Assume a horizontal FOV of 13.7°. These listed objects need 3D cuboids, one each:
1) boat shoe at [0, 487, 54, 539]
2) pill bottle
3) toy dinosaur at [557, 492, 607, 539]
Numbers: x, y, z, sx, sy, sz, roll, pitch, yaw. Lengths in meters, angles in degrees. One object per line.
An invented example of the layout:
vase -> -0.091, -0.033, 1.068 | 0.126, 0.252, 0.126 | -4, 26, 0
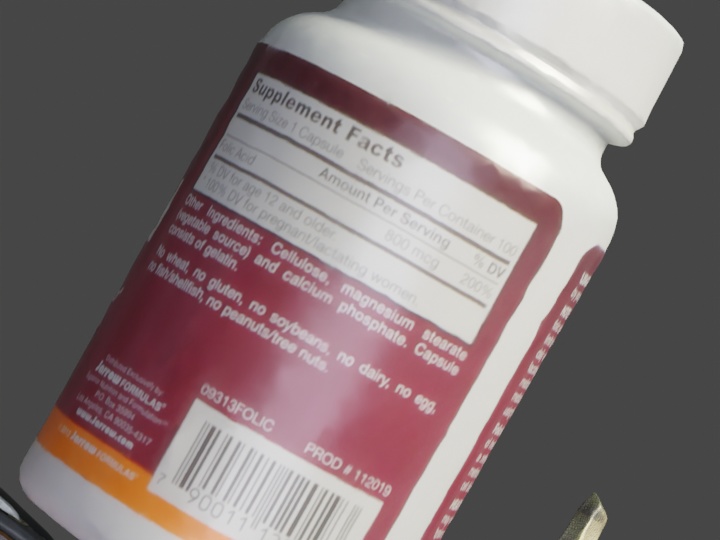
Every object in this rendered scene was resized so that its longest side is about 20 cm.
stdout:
boat shoe -> -0.150, 0.062, 0.847 | 0.200, 0.068, 0.072 | 37, 88, -5
pill bottle -> 0.000, 0.000, 0.836 | 0.114, 0.114, 0.201 | 30, 89, -7
toy dinosaur -> -0.001, 0.146, 0.879 | 0.199, 0.047, 0.088 | -24, 89, -8
